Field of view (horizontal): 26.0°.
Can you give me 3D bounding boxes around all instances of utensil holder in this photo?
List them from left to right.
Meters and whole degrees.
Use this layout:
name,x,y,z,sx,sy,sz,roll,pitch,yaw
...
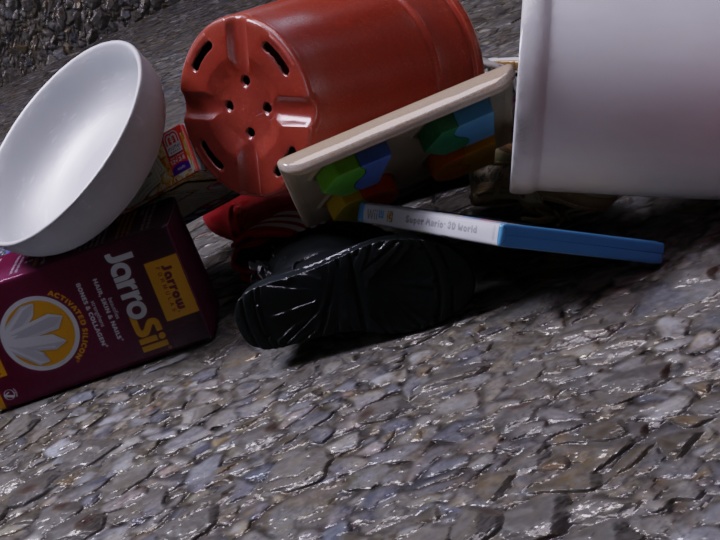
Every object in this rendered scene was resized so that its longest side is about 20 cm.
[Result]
name,x,y,z,sx,sy,sz,roll,pitch,yaw
utensil holder,0.214,-0.134,1.145,0.200,0.170,0.170,4,20,4

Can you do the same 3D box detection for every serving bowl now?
name,x,y,z,sx,sy,sz,roll,pitch,yaw
serving bowl,-0.229,-0.092,1.305,0.200,0.066,0.200,-30,42,31

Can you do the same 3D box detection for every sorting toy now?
name,x,y,z,sx,sy,sz,roll,pitch,yaw
sorting toy,0.035,-0.086,1.204,0.185,0.037,0.200,-23,-10,-1

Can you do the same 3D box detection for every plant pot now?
name,x,y,z,sx,sy,sz,roll,pitch,yaw
plant pot,-0.032,-0.152,1.314,0.201,0.201,0.195,-4,11,41

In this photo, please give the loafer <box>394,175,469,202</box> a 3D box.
name,x,y,z,sx,sy,sz,roll,pitch,yaw
loafer,0.043,-0.108,1.498,0.200,0.070,0.068,-16,17,15

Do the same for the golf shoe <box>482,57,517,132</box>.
name,x,y,z,sx,sy,sz,roll,pitch,yaw
golf shoe,0.114,-0.183,1.514,0.092,0.073,0.200,-13,-16,22

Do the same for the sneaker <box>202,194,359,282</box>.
name,x,y,z,sx,sy,sz,roll,pitch,yaw
sneaker,-0.105,-0.043,1.460,0.200,0.078,0.115,-3,22,46

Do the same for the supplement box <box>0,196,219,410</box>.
name,x,y,z,sx,sy,sz,roll,pitch,yaw
supplement box,-0.233,0.028,1.328,0.200,0.110,0.086,-19,18,5

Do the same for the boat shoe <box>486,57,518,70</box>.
name,x,y,z,sx,sy,sz,roll,pitch,yaw
boat shoe,0.147,-0.196,1.648,0.200,0.071,0.069,-3,25,48

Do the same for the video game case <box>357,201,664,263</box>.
name,x,y,z,sx,sy,sz,roll,pitch,yaw
video game case,0.107,-0.029,1.161,0.143,0.018,0.200,5,4,-29

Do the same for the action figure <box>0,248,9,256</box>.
name,x,y,z,sx,sy,sz,roll,pitch,yaw
action figure,-0.303,-0.041,1.638,0.200,0.105,0.194,-41,16,18

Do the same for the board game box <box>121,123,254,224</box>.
name,x,y,z,sx,sy,sz,roll,pitch,yaw
board game box,-0.173,-0.076,1.411,0.200,0.046,0.151,-24,-8,34

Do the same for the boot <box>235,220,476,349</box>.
name,x,y,z,sx,sy,sz,roll,pitch,yaw
boot,0.001,0.001,1.230,0.198,0.073,0.162,-14,12,14

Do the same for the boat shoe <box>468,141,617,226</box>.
name,x,y,z,sx,sy,sz,roll,pitch,yaw
boat shoe,0.150,-0.068,1.293,0.073,0.063,0.200,6,9,-22
